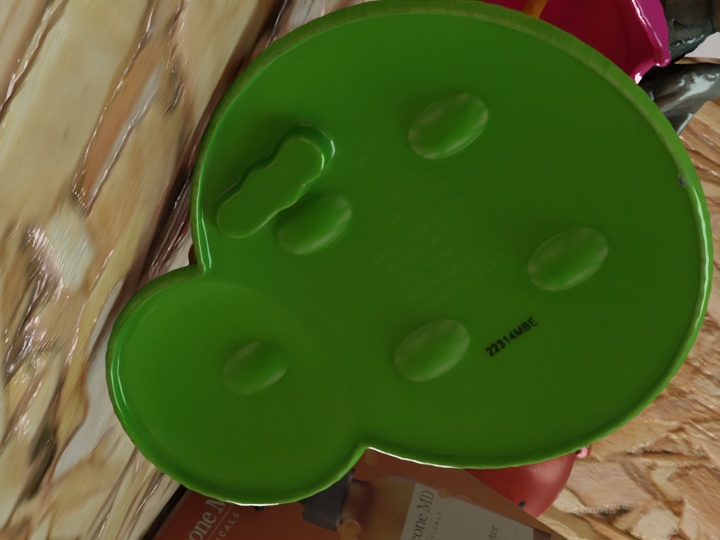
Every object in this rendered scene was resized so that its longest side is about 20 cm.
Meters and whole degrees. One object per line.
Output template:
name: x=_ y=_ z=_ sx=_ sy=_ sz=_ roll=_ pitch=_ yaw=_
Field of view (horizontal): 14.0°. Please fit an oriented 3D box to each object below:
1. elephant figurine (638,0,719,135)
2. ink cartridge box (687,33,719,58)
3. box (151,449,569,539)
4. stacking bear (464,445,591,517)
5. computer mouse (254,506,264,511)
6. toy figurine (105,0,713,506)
elephant figurine: x=0.086 y=-0.095 z=1.199 sx=0.200 sy=0.154 sz=0.142 roll=-50 pitch=-137 yaw=27
ink cartridge box: x=0.207 y=-0.213 z=1.456 sx=0.200 sy=0.083 sz=0.146 roll=111 pitch=-18 yaw=-62
box: x=0.000 y=0.166 z=1.323 sx=0.153 sy=0.199 sz=0.107 roll=-55 pitch=175 yaw=-35
stacking bear: x=0.040 y=0.109 z=1.546 sx=0.200 sy=0.121 sz=0.114 roll=-32 pitch=-149 yaw=55
computer mouse: x=0.000 y=0.000 z=1.276 sx=0.200 sy=0.046 sz=0.141 roll=-49 pitch=166 yaw=-34
toy figurine: x=0.025 y=-0.039 z=0.907 sx=0.200 sy=0.150 sz=0.184 roll=-36 pitch=-164 yaw=29
